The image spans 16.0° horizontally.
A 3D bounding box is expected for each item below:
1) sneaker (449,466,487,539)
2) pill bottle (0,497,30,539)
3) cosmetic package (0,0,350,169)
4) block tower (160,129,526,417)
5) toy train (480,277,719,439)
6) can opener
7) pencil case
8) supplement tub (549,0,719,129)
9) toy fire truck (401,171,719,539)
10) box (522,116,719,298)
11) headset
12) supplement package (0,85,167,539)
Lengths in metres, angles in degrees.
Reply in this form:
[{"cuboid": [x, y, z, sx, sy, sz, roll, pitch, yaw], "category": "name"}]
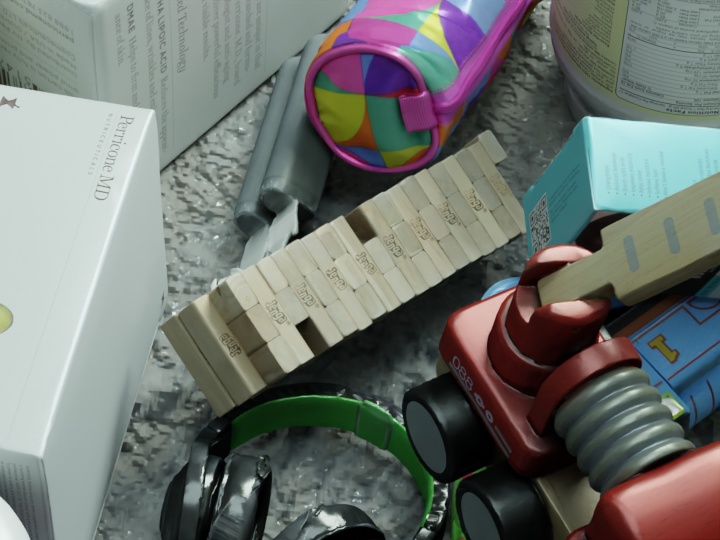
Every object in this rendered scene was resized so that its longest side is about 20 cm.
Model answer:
[{"cuboid": [0.105, 0.162, 1.160, 0.084, 0.077, 0.200, -21, 65, -25], "category": "sneaker"}, {"cuboid": [-0.187, 0.152, 1.075, 0.111, 0.200, 0.112, 1, 54, -1], "category": "pill bottle"}, {"cuboid": [-0.127, -0.175, 1.340, 0.165, 0.165, 0.200, 34, 60, 21], "category": "cosmetic package"}, {"cuboid": [0.000, 0.000, 1.246, 0.200, 0.054, 0.058, -32, 89, -38], "category": "block tower"}, {"cuboid": [0.134, 0.037, 1.243, 0.200, 0.087, 0.114, -33, 69, -25], "category": "toy train"}, {"cuboid": [-0.033, -0.032, 1.317, 0.066, 0.053, 0.200, 28, 52, -24], "category": "can opener"}, {"cuboid": [0.045, -0.134, 1.342, 0.088, 0.088, 0.200, 22, 45, 14], "category": "pencil case"}, {"cuboid": [0.172, -0.159, 1.311, 0.145, 0.200, 0.145, 0, 53, 0], "category": "supplement tub"}, {"cuboid": [0.121, 0.056, 1.064, 0.129, 0.200, 0.176, -21, 64, -20], "category": "toy fire truck"}, {"cuboid": [0.184, -0.024, 1.193, 0.200, 0.082, 0.049, 4, 64, -17], "category": "box"}, {"cuboid": [-0.039, 0.120, 1.168, 0.123, 0.094, 0.200, 26, 51, 18], "category": "headset"}, {"cuboid": [-0.167, 0.038, 1.187, 0.111, 0.156, 0.200, 9, 53, 5], "category": "supplement package"}]
